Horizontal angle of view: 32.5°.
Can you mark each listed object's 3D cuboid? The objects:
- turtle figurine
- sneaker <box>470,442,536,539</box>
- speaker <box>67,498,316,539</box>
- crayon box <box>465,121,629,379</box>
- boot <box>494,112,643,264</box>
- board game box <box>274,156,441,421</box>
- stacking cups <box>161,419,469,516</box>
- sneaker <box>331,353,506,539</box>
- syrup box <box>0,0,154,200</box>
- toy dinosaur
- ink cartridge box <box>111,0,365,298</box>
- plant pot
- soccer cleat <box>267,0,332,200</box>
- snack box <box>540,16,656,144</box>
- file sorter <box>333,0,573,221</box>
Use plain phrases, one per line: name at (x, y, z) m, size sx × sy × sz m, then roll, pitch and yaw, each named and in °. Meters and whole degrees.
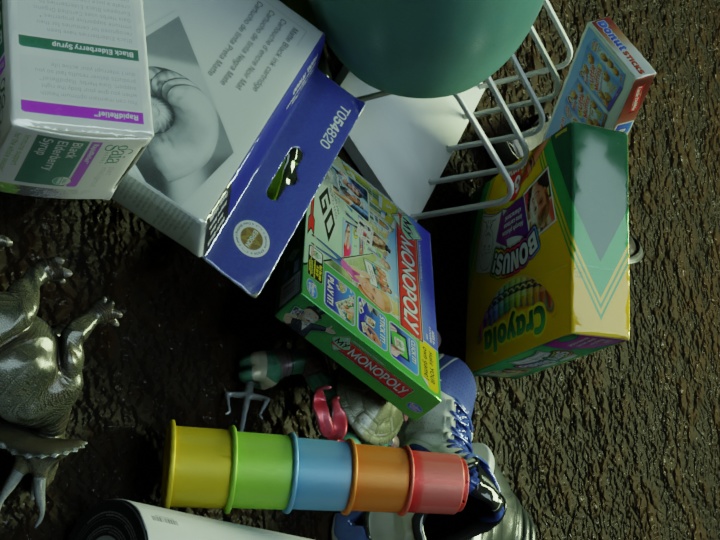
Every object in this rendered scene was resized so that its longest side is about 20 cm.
turtle figurine at (-0.008, 0.096, 0.908) m, size 0.150 × 0.101 × 0.200 m, roll 59°, pitch 37°, yaw -25°
sneaker at (0.095, 0.249, 1.018) m, size 0.099 × 0.071 × 0.200 m, roll 49°, pitch 44°, yaw -27°
speaker at (-0.089, 0.200, 0.792) m, size 0.200 × 0.081 × 0.081 m, roll 26°, pitch 63°, yaw -47°
crayon box at (0.153, -0.009, 1.046) m, size 0.058 × 0.200 × 0.173 m, roll 9°, pitch 73°, yaw -17°
boot at (0.209, -0.076, 1.238) m, size 0.200 × 0.069 × 0.174 m, roll -20°, pitch 91°, yaw -58°
board game box at (0.000, 0.000, 0.899) m, size 0.135 × 0.029 × 0.200 m, roll 38°, pitch 28°, yaw -25°
stacking cups at (-0.028, 0.132, 0.806) m, size 0.200 × 0.061 × 0.061 m, roll 4°, pitch 76°, yaw -10°
sneaker at (0.070, 0.157, 0.971) m, size 0.081 × 0.115 × 0.200 m, roll 57°, pitch 44°, yaw -28°
syrup box at (-0.174, -0.148, 0.706) m, size 0.081 × 0.079 × 0.200 m, roll 4°, pitch 66°, yaw -27°
toy dinosaur at (-0.200, 0.039, 0.689) m, size 0.200 × 0.077 × 0.102 m, roll 60°, pitch 36°, yaw -29°
ink cartridge box at (-0.102, -0.113, 0.807) m, size 0.200 × 0.041 × 0.200 m, roll 35°, pitch 53°, yaw -12°
plant pot at (0.048, -0.224, 0.889) m, size 0.161 × 0.200 × 0.201 m, roll 91°, pitch 21°, yaw -49°
soccer cleat at (-0.053, -0.117, 0.914) m, size 0.081 × 0.067 × 0.200 m, roll 31°, pitch 57°, yaw -46°
snack box at (0.194, -0.118, 1.066) m, size 0.024 × 0.200 × 0.072 m, roll -16°, pitch 57°, yaw -22°
file sorter at (0.084, -0.158, 1.046) m, size 0.139 × 0.124 × 0.200 m, roll 55°, pitch 45°, yaw -30°
